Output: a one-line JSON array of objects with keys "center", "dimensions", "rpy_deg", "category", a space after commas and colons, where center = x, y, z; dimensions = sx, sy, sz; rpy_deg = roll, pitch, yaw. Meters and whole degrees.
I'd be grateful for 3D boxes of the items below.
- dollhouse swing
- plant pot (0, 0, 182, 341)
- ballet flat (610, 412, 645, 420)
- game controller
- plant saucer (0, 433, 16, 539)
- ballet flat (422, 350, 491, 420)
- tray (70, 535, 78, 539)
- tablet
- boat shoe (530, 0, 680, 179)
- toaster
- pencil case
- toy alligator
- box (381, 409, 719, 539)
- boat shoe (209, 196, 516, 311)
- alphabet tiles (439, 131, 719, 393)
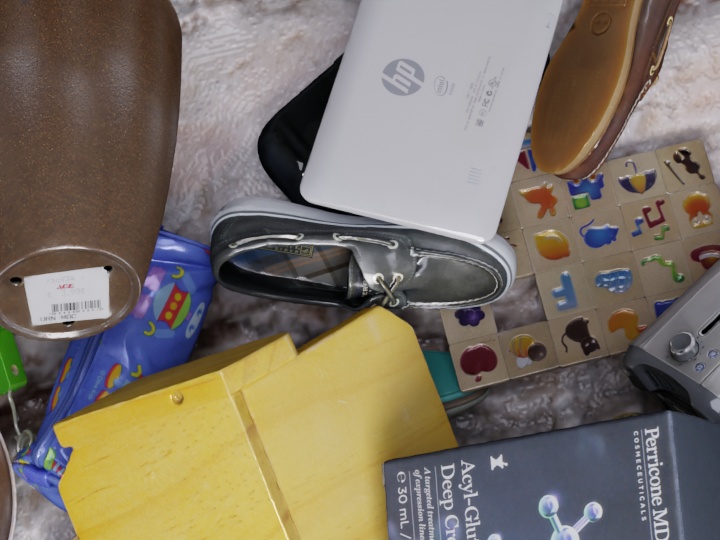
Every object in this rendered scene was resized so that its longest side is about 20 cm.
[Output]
[{"center": [-0.053, 0.140, 1.515], "dimensions": [0.181, 0.176, 0.201], "rpy_deg": [-18, 99, 27], "category": "dollhouse swing"}, {"center": [-0.191, -0.063, 1.496], "dimensions": [0.186, 0.187, 0.201], "rpy_deg": [-11, 54, -1], "category": "plant pot"}, {"center": [0.214, 0.181, 1.544], "dimensions": [0.070, 0.071, 0.201], "rpy_deg": [-28, 104, -3], "category": "ballet flat"}, {"center": [0.028, -0.112, 1.614], "dimensions": [0.200, 0.042, 0.104], "rpy_deg": [-41, 71, -7], "category": "game controller"}, {"center": [-0.320, 0.151, 1.586], "dimensions": [0.199, 0.032, 0.201], "rpy_deg": [0, 87, 5], "category": "plant saucer"}, {"center": [-0.013, 0.095, 1.583], "dimensions": [0.199, 0.067, 0.064], "rpy_deg": [-5, 127, -17], "category": "ballet flat"}, {"center": [-0.105, 0.238, 1.583], "dimensions": [0.098, 0.037, 0.200], "rpy_deg": [-36, 85, -3], "category": "tray"}, {"center": [0.048, -0.117, 1.570], "dimensions": [0.130, 0.014, 0.201], "rpy_deg": [14, 64, 8], "category": "tablet"}, {"center": [0.175, -0.150, 1.602], "dimensions": [0.070, 0.070, 0.201], "rpy_deg": [22, 88, -42], "category": "boat shoe"}, {"center": [0.265, 0.074, 1.539], "dimensions": [0.129, 0.114, 0.200], "rpy_deg": [-47, 131, -8], "category": "toaster"}, {"center": [-0.156, 0.060, 1.565], "dimensions": [0.078, 0.087, 0.201], "rpy_deg": [11, 74, 40], "category": "pencil case"}, {"center": [-0.250, 0.041, 1.596], "dimensions": [0.054, 0.059, 0.201], "rpy_deg": [-11, 93, 43], "category": "toy alligator"}, {"center": [0.126, 0.176, 1.435], "dimensions": [0.199, 0.107, 0.149], "rpy_deg": [-13, 73, 30], "category": "box"}, {"center": [0.000, 0.000, 1.546], "dimensions": [0.199, 0.057, 0.069], "rpy_deg": [7, 128, 0], "category": "boat shoe"}, {"center": [0.143, -0.019, 1.597], "dimensions": [0.199, 0.008, 0.168], "rpy_deg": [-13, 68, -1], "category": "alphabet tiles"}]
